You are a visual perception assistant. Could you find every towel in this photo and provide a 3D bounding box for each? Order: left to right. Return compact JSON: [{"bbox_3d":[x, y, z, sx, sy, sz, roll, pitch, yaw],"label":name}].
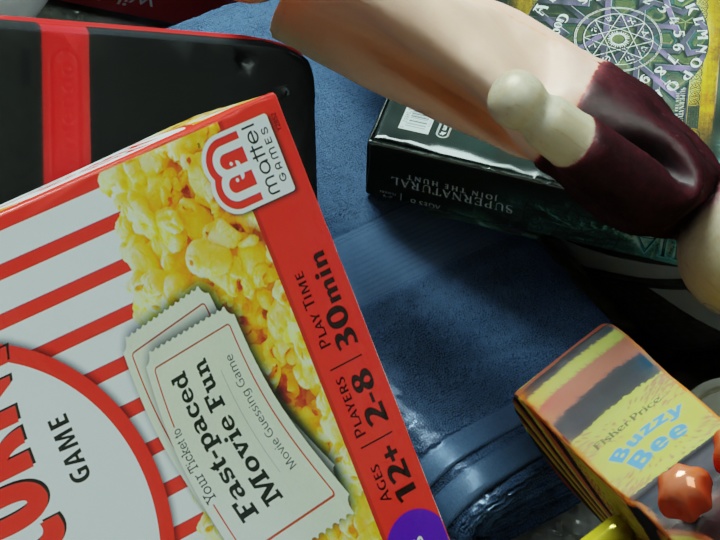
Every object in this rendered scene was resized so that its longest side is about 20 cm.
[{"bbox_3d":[0.000,0.000,0.857,0.112,0.049,0.200,-23,65,-42],"label":"towel"}]

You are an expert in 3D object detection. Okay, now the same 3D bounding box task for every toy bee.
[{"bbox_3d":[0.100,0.061,0.701,0.200,0.109,0.131,19,62,42],"label":"toy bee"}]

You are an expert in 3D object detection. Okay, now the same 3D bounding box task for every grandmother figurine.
[{"bbox_3d":[0.060,-0.043,0.774,0.200,0.061,0.121,35,26,5],"label":"grandmother figurine"}]

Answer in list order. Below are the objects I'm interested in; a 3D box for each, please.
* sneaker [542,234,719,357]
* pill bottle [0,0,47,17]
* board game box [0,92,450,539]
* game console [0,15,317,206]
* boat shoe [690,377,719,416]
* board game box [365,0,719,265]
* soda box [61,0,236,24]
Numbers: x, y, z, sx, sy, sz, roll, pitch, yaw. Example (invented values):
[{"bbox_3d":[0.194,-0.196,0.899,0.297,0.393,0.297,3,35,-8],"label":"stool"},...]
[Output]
[{"bbox_3d":[0.094,-0.022,0.918,0.200,0.098,0.071,23,52,21],"label":"sneaker"},{"bbox_3d":[-0.186,-0.147,0.827,0.200,0.112,0.112,22,40,12],"label":"pill bottle"},{"bbox_3d":[-0.081,0.061,0.673,0.200,0.046,0.152,-27,99,-33],"label":"board game box"},{"bbox_3d":[-0.089,0.029,0.719,0.177,0.031,0.200,3,83,-34],"label":"game console"},{"bbox_3d":[0.183,0.106,0.869,0.200,0.057,0.067,32,77,6],"label":"boat shoe"},{"bbox_3d":[0.094,-0.086,0.889,0.135,0.028,0.200,14,49,11],"label":"board game box"},{"bbox_3d":[-0.040,-0.126,0.943,0.200,0.063,0.070,10,45,-22],"label":"soda box"}]
